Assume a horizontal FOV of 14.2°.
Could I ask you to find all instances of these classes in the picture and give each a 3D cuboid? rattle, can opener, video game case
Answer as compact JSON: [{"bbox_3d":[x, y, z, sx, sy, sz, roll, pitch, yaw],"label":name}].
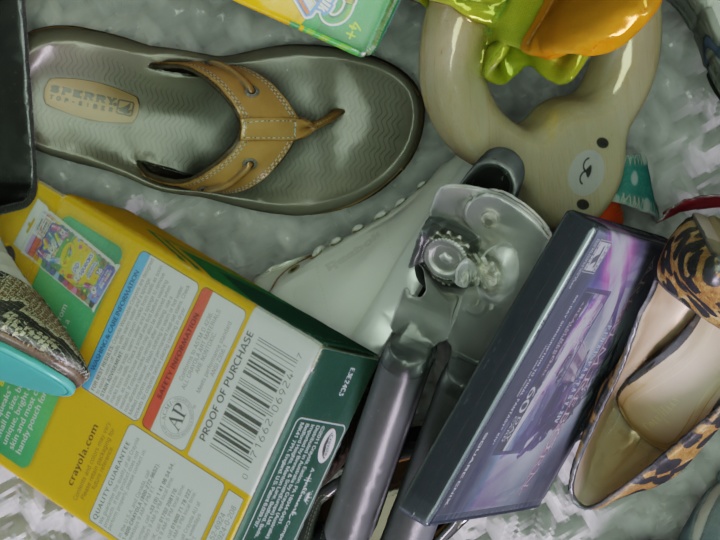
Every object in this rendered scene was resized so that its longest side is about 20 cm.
[{"bbox_3d":[0.118,-0.063,1.253,0.142,0.130,0.201,6,127,40],"label":"rattle"},{"bbox_3d":[0.037,0.039,1.264,0.053,0.067,0.201,23,124,6],"label":"can opener"},{"bbox_3d":[0.084,0.044,1.274,0.019,0.200,0.143,31,97,16],"label":"video game case"}]

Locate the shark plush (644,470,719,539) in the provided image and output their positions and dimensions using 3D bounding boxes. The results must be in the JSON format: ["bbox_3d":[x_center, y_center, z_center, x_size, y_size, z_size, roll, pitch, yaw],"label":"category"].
[{"bbox_3d":[0.196,0.126,1.341,0.091,0.083,0.200,44,95,-5],"label":"shark plush"}]

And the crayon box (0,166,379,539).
[{"bbox_3d":[-0.100,0.051,1.311,0.200,0.051,0.126,30,98,33],"label":"crayon box"}]

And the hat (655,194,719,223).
[{"bbox_3d":[0.289,-0.021,1.318,0.200,0.165,0.176,51,134,6],"label":"hat"}]

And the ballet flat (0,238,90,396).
[{"bbox_3d":[-0.208,0.006,1.312,0.199,0.068,0.076,7,67,21],"label":"ballet flat"}]

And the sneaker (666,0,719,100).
[{"bbox_3d":[0.168,-0.150,1.302,0.087,0.075,0.201,-30,78,-6],"label":"sneaker"}]

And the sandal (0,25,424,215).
[{"bbox_3d":[-0.071,-0.072,1.327,0.199,0.055,0.082,12,97,-2],"label":"sandal"}]

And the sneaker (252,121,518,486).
[{"bbox_3d":[0.000,0.000,1.331,0.085,0.073,0.200,36,83,23],"label":"sneaker"}]

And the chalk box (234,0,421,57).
[{"bbox_3d":[-0.021,-0.172,1.280,0.199,0.124,0.125,23,96,-3],"label":"chalk box"}]

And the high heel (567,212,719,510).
[{"bbox_3d":[0.135,0.050,1.275,0.071,0.200,0.143,40,93,13],"label":"high heel"}]

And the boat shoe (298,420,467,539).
[{"bbox_3d":[-0.029,0.136,1.350,0.199,0.068,0.072,-32,98,5],"label":"boat shoe"}]

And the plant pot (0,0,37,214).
[{"bbox_3d":[-0.267,-0.113,1.255,0.176,0.199,0.201,-1,98,21],"label":"plant pot"}]
